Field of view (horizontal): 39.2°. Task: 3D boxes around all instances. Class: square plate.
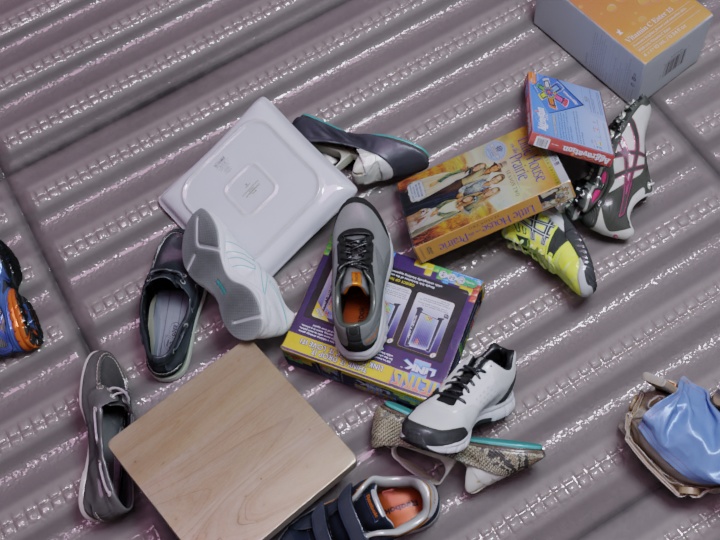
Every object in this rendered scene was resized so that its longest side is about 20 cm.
[{"bbox_3d":[-0.138,-0.099,1.292,0.200,0.028,0.198,-44,69,0],"label":"square plate"}]

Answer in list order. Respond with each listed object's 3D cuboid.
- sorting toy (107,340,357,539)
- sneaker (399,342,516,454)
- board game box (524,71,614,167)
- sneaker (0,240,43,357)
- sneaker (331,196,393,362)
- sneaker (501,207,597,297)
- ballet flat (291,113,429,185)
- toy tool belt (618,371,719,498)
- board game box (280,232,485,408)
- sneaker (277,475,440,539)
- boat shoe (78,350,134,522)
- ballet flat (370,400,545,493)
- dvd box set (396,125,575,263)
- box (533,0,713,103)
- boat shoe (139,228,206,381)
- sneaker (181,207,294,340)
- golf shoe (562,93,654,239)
[{"bbox_3d":[-0.141,0.214,1.133,0.200,0.070,0.199,-37,65,-20],"label":"sorting toy"},{"bbox_3d":[0.108,0.135,1.097,0.073,0.080,0.200,20,24,28],"label":"sneaker"},{"bbox_3d":[0.257,-0.193,1.266,0.102,0.020,0.200,17,32,-2],"label":"board game box"},{"bbox_3d":[-0.467,0.022,1.268,0.078,0.075,0.200,-26,63,-4],"label":"sneaker"},{"bbox_3d":[0.000,0.000,1.169,0.074,0.079,0.201,-4,63,6],"label":"sneaker"},{"bbox_3d":[0.220,-0.038,1.240,0.076,0.075,0.200,-29,54,-1],"label":"sneaker"},{"bbox_3d":[-0.010,-0.146,1.311,0.199,0.073,0.073,19,67,21],"label":"ballet flat"},{"bbox_3d":[0.377,0.187,1.078,0.200,0.123,0.125,36,72,20],"label":"toy tool belt"},{"bbox_3d":[0.029,0.062,1.210,0.199,0.057,0.166,19,69,14],"label":"board game box"},{"bbox_3d":[-0.009,0.274,1.097,0.199,0.079,0.079,-25,65,-5],"label":"sneaker"},{"bbox_3d":[-0.283,0.187,1.165,0.057,0.067,0.201,-15,67,29],"label":"boat shoe"},{"bbox_3d":[0.104,0.206,1.135,0.199,0.068,0.076,14,87,18],"label":"ballet flat"},{"bbox_3d":[0.148,-0.098,1.236,0.199,0.029,0.147,-23,37,10],"label":"dvd box set"},{"bbox_3d":[0.346,-0.338,1.355,0.124,0.098,0.200,-37,66,-13],"label":"box"},{"bbox_3d":[-0.235,0.031,1.239,0.074,0.066,0.200,4,67,9],"label":"boat shoe"},{"bbox_3d":[-0.151,0.008,1.227,0.070,0.080,0.201,-47,60,23],"label":"sneaker"},{"bbox_3d":[0.331,-0.130,1.279,0.088,0.077,0.201,31,71,-3],"label":"golf shoe"}]
